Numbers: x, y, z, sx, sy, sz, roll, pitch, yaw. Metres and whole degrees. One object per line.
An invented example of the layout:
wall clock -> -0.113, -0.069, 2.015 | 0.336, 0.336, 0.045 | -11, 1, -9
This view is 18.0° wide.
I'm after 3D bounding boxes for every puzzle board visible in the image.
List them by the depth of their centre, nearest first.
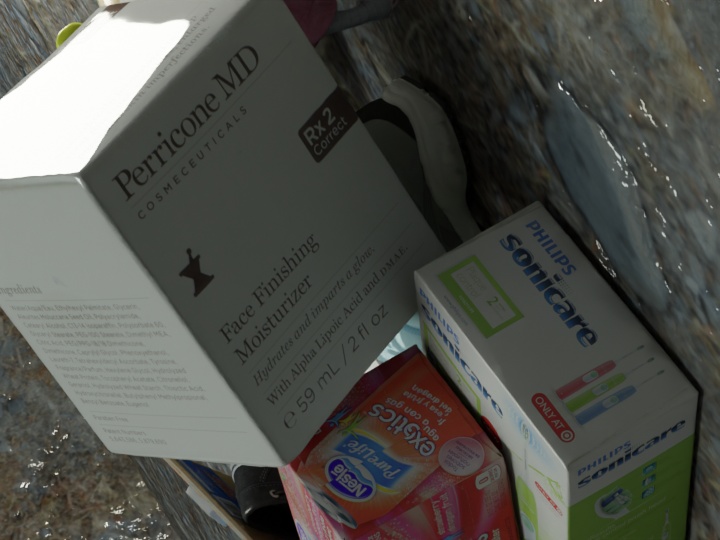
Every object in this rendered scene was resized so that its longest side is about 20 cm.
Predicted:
puzzle board -> -0.036, 0.198, 1.533 | 0.151, 0.017, 0.200 | 28, -172, -48

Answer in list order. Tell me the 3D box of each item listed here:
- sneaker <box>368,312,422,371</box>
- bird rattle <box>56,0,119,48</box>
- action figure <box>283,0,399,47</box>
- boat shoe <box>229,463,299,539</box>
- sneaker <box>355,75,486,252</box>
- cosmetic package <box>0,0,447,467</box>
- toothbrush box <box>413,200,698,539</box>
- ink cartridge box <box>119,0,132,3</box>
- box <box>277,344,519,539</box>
sneaker -> 0.055, 0.054, 1.416 | 0.200, 0.074, 0.082 | 42, 124, -2
bird rattle -> -0.165, -0.159, 1.832 | 0.163, 0.113, 0.200 | 67, -175, 33
action figure -> -0.067, -0.175, 1.257 | 0.200, 0.149, 0.134 | 49, -163, -86
boat shoe -> 0.000, 0.173, 1.527 | 0.200, 0.070, 0.066 | 28, -141, -30
sneaker -> 0.034, -0.014, 1.331 | 0.074, 0.079, 0.200 | 34, 152, 59
cosmetic package -> -0.093, -0.023, 1.227 | 0.165, 0.165, 0.200 | -1, 131, 49
toothbrush box -> 0.106, 0.083, 1.247 | 0.146, 0.086, 0.200 | 53, 164, 29
ink cartridge box -> -0.093, -0.116, 1.453 | 0.146, 0.084, 0.200 | -144, 48, -60
box -> 0.025, 0.152, 1.280 | 0.095, 0.103, 0.200 | 52, 165, 37
